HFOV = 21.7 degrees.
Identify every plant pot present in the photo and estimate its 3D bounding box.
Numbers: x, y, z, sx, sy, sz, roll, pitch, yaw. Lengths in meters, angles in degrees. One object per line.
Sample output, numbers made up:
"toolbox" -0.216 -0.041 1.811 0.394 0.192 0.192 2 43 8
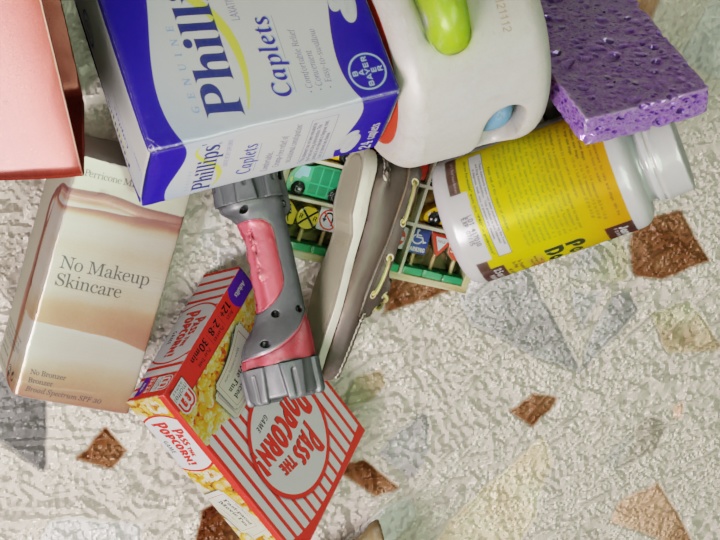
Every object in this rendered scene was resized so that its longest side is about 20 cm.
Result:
"plant pot" -0.306 -0.172 1.354 0.175 0.200 0.201 -12 112 -3

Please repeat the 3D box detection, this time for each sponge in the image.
"sponge" 0.189 -0.182 1.529 0.111 0.200 0.030 -15 135 -15

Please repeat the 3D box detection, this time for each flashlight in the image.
"flashlight" -0.081 0.007 1.517 0.068 0.068 0.201 -14 88 13

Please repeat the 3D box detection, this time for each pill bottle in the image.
"pill bottle" 0.167 -0.070 1.539 0.199 0.109 0.110 -20 116 13

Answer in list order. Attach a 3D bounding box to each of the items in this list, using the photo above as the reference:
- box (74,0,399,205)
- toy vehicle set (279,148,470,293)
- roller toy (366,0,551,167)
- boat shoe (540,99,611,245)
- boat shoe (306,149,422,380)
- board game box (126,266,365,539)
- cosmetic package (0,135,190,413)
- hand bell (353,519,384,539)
"box" -0.097 -0.172 1.426 0.199 0.105 0.185 -16 75 -15
"toy vehicle set" 0.018 -0.060 1.597 0.199 0.027 0.125 12 103 -24
"roller toy" 0.066 -0.184 1.489 0.139 0.200 0.183 -16 123 -15
"boat shoe" 0.190 -0.113 1.615 0.060 0.072 0.202 -22 114 16
"boat shoe" 0.000 0.000 1.557 0.059 0.072 0.201 11 98 -21
"board game box" -0.091 0.122 1.559 0.200 0.046 0.152 54 44 -27
"cosmetic package" -0.212 0.001 1.495 0.103 0.087 0.201 11 103 -22
"hand bell" -0.076 0.285 1.660 0.199 0.104 0.105 -7 111 -5
